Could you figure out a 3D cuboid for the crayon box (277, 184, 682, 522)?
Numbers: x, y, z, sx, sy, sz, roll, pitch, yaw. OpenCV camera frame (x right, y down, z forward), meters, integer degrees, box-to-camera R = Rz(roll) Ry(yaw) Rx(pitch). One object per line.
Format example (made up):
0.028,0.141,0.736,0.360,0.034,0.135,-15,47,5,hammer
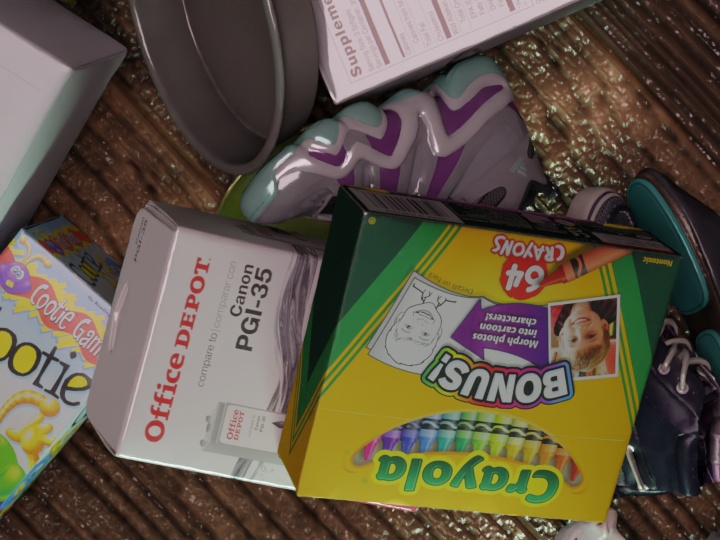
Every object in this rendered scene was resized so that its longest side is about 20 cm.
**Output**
0.068,0.052,1.136,0.200,0.058,0.173,7,107,-19,crayon box

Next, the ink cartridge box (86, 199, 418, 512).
-0.049,0.054,1.183,0.200,0.083,0.147,13,98,-22,ink cartridge box

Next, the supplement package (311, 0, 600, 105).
0.059,-0.192,1.198,0.200,0.117,0.118,-22,93,8,supplement package

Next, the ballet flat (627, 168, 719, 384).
0.233,0.022,1.233,0.073,0.073,0.200,-23,87,7,ballet flat

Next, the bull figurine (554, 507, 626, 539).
0.178,0.247,1.248,0.121,0.065,0.200,9,104,31,bull figurine

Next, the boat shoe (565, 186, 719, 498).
0.181,0.048,1.216,0.093,0.075,0.200,4,106,38,boat shoe

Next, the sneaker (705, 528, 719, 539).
0.265,0.178,1.201,0.200,0.076,0.081,-41,98,-25,sneaker

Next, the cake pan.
-0.085,-0.159,1.191,0.037,0.200,0.201,-20,94,-27,cake pan

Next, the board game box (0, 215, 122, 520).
-0.228,0.076,1.258,0.103,0.105,0.200,40,99,0,board game box

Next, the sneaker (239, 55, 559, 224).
0.037,-0.037,1.172,0.200,0.078,0.140,-27,81,-25,sneaker

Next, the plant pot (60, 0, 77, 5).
-0.207,-0.298,1.188,0.200,0.200,0.193,32,88,2,plant pot

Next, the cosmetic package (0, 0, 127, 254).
-0.290,-0.104,1.226,0.199,0.123,0.200,32,104,2,cosmetic package

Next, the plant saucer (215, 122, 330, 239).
0.000,0.000,1.266,0.200,0.031,0.200,0,96,4,plant saucer
